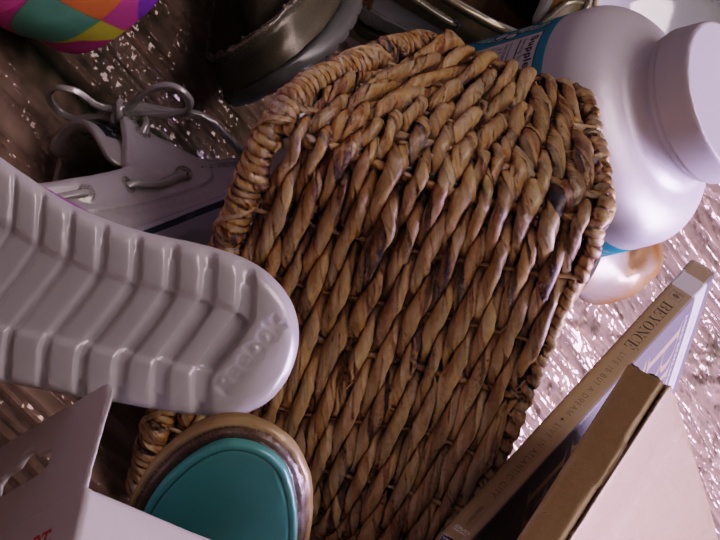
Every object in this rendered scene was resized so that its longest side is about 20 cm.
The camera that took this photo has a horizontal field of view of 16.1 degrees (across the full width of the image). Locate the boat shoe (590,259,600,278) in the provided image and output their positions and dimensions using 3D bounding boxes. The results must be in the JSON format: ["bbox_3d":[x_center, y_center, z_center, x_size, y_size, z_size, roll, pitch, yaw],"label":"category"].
[{"bbox_3d":[0.109,-0.083,1.255,0.067,0.057,0.200,19,65,-25],"label":"boat shoe"}]

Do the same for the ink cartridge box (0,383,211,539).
[{"bbox_3d":[-0.107,0.153,0.885,0.068,0.115,0.200,26,56,-26],"label":"ink cartridge box"}]

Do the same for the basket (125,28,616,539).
[{"bbox_3d":[0.000,0.000,1.045,0.149,0.200,0.143,15,30,-10],"label":"basket"}]

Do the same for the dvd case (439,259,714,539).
[{"bbox_3d":[0.083,0.102,1.086,0.200,0.016,0.149,-44,155,-39],"label":"dvd case"}]

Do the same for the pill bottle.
[{"bbox_3d":[0.081,-0.055,1.156,0.111,0.200,0.111,23,60,-49],"label":"pill bottle"}]

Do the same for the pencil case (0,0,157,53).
[{"bbox_3d":[-0.156,-0.151,0.963,0.200,0.088,0.089,20,62,-49],"label":"pencil case"}]

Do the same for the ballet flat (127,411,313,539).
[{"bbox_3d":[-0.057,0.111,0.962,0.063,0.069,0.200,-76,-179,-50],"label":"ballet flat"}]

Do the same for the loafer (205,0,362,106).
[{"bbox_3d":[-0.041,-0.155,1.143,0.070,0.075,0.200,43,37,-30],"label":"loafer"}]

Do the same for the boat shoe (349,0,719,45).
[{"bbox_3d":[0.090,-0.125,1.207,0.200,0.068,0.075,6,70,-8],"label":"boat shoe"}]

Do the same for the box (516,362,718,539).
[{"bbox_3d":[0.075,0.155,0.999,0.200,0.021,0.164,-55,152,-17],"label":"box"}]

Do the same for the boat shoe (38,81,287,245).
[{"bbox_3d":[-0.098,-0.038,1.022,0.202,0.075,0.086,-23,94,-45],"label":"boat shoe"}]

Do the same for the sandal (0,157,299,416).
[{"bbox_3d":[-0.121,0.003,0.919,0.050,0.202,0.083,-86,-161,-85],"label":"sandal"}]

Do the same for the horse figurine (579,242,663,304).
[{"bbox_3d":[0.108,-0.026,1.316,0.200,0.050,0.133,1,72,-52],"label":"horse figurine"}]
